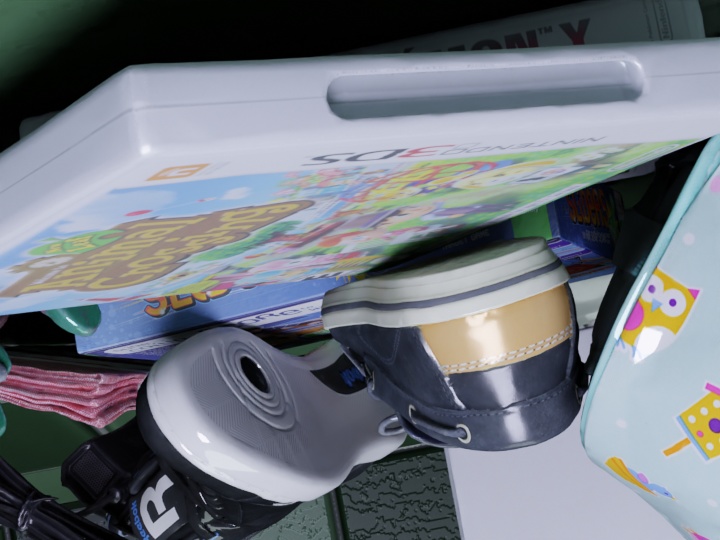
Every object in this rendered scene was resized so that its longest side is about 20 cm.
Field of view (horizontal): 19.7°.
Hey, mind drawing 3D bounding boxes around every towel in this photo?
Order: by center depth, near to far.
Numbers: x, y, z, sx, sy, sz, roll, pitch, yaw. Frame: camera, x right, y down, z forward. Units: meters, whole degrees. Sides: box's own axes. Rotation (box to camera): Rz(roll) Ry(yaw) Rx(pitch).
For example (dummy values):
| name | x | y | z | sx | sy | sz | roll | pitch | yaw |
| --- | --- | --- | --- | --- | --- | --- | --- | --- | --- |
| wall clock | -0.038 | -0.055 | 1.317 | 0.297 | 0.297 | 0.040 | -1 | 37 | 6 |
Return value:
| name | x | y | z | sx | sy | sz | roll | pitch | yaw |
| --- | --- | --- | --- | --- | --- | --- | --- | --- | --- |
| towel | -0.123 | 0.049 | 0.946 | 0.143 | 0.023 | 0.200 | 6 | -179 | 27 |

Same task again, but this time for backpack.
| name | x | y | z | sx | sy | sz | roll | pitch | yaw |
| --- | --- | --- | --- | --- | --- | --- | --- | --- | --- |
| backpack | 0.152 | 0.014 | 0.607 | 0.153 | 0.177 | 0.200 | 34 | -178 | 26 |

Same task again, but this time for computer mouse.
| name | x | y | z | sx | sy | sz | roll | pitch | yaw |
| --- | --- | --- | --- | --- | --- | --- | --- | --- | --- |
| computer mouse | -0.123 | 0.094 | 0.964 | 0.140 | 0.046 | 0.200 | 28 | -160 | 11 |

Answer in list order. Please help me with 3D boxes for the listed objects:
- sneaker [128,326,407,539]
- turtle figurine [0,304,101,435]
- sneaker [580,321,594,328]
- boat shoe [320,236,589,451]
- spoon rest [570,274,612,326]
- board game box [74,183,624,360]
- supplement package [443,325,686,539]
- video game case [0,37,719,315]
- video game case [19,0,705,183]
| name | x | y | z | sx | sy | sz | roll | pitch | yaw |
| --- | --- | --- | --- | --- | --- | --- | --- | --- | --- |
| sneaker | -0.059 | 0.082 | 0.835 | 0.112 | 0.073 | 0.200 | -35 | 165 | 17 |
| turtle figurine | -0.167 | 0.054 | 0.698 | 0.100 | 0.151 | 0.200 | 33 | 140 | -20 |
| sneaker | 0.100 | 0.036 | 1.150 | 0.198 | 0.076 | 0.089 | -11 | 160 | 9 |
| boat shoe | 0.031 | 0.025 | 0.676 | 0.074 | 0.063 | 0.200 | -17 | -178 | -6 |
| spoon rest | 0.071 | 0.009 | 0.983 | 0.199 | 0.061 | 0.099 | -22 | 178 | -20 |
| board game box | 0.000 | 0.000 | 0.838 | 0.198 | 0.035 | 0.135 | -13 | 171 | 17 |
| supplement package | 0.138 | 0.083 | 0.772 | 0.198 | 0.118 | 0.117 | -13 | 158 | 7 |
| video game case | -0.021 | -0.020 | 0.543 | 0.181 | 0.022 | 0.200 | -6 | 172 | -32 |
| video game case | 0.007 | -0.038 | 0.632 | 0.181 | 0.023 | 0.200 | -11 | 173 | 3 |
